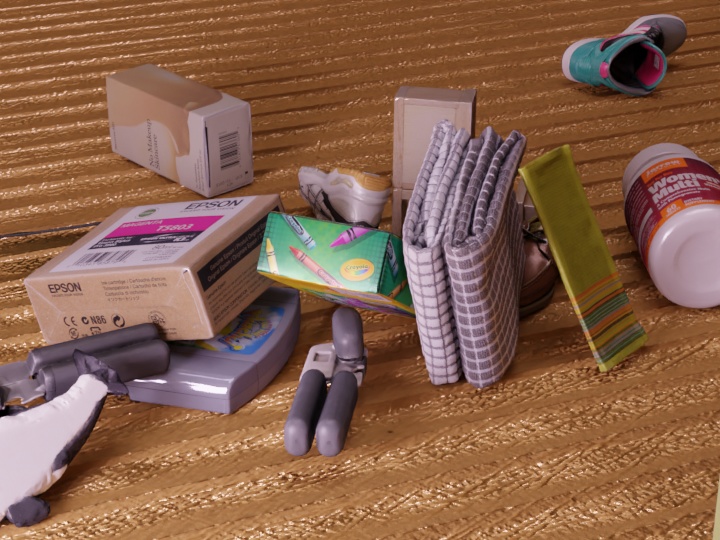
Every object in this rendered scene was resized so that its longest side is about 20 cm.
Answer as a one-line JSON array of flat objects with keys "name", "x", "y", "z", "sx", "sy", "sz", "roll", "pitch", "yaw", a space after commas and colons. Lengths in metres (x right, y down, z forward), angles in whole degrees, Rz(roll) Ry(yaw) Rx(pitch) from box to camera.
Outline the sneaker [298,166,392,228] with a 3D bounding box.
[{"name": "sneaker", "x": -0.029, "y": -0.062, "z": 1.650, "sx": 0.075, "sy": 0.088, "sz": 0.200, "roll": 12, "pitch": 0, "yaw": -14}]

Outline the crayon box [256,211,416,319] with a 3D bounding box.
[{"name": "crayon box", "x": 0.000, "y": 0.000, "z": 1.427, "sx": 0.118, "sy": 0.059, "sz": 0.200, "roll": 10, "pitch": -5, "yaw": 21}]

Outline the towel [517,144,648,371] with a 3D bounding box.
[{"name": "towel", "x": 0.204, "y": -0.012, "z": 1.409, "sx": 0.018, "sy": 0.201, "sz": 0.086, "roll": -19, "pitch": 7, "yaw": 37}]

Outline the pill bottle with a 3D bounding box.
[{"name": "pill bottle", "x": 0.328, "y": -0.052, "z": 1.573, "sx": 0.109, "sy": 0.110, "sz": 0.200, "roll": -2, "pitch": 26, "yaw": -2}]

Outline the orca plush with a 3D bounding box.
[{"name": "orca plush", "x": -0.281, "y": 0.141, "z": 1.238, "sx": 0.071, "sy": 0.105, "sz": 0.200, "roll": -29, "pitch": 24, "yaw": 53}]

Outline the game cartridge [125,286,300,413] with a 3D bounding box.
[{"name": "game cartridge", "x": -0.131, "y": 0.064, "z": 1.435, "sx": 0.133, "sy": 0.041, "sz": 0.200, "roll": 10, "pitch": 28, "yaw": 13}]

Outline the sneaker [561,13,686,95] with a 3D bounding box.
[{"name": "sneaker", "x": 0.385, "y": -0.293, "z": 2.091, "sx": 0.199, "sy": 0.084, "sz": 0.121, "roll": -22, "pitch": 27, "yaw": -21}]

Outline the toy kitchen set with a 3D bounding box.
[{"name": "toy kitchen set", "x": 0.131, "y": -0.125, "z": 1.650, "sx": 0.162, "sy": 0.181, "sz": 0.200, "roll": 5, "pitch": 26, "yaw": 10}]

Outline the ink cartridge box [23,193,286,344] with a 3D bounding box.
[{"name": "ink cartridge box", "x": -0.184, "y": -0.001, "z": 1.444, "sx": 0.199, "sy": 0.075, "sz": 0.165, "roll": -4, "pitch": 25, "yaw": 31}]

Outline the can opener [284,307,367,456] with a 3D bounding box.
[{"name": "can opener", "x": -0.028, "y": 0.089, "z": 1.324, "sx": 0.053, "sy": 0.067, "sz": 0.200, "roll": 1, "pitch": 18, "yaw": 6}]

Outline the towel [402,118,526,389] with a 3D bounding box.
[{"name": "towel", "x": 0.104, "y": -0.018, "z": 1.402, "sx": 0.085, "sy": 0.166, "sz": 0.200, "roll": 0, "pitch": 40, "yaw": 18}]

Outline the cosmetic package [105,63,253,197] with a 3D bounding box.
[{"name": "cosmetic package", "x": -0.216, "y": -0.168, "z": 1.837, "sx": 0.071, "sy": 0.106, "sz": 0.200, "roll": -22, "pitch": 32, "yaw": -37}]

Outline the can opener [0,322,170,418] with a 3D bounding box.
[{"name": "can opener", "x": -0.261, "y": 0.100, "z": 1.325, "sx": 0.199, "sy": 0.067, "sz": 0.053, "roll": -13, "pitch": 38, "yaw": -25}]

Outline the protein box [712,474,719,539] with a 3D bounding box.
[{"name": "protein box", "x": 0.369, "y": 0.144, "z": 1.068, "sx": 0.199, "sy": 0.199, "sz": 0.135, "roll": -10, "pitch": 28, "yaw": -19}]

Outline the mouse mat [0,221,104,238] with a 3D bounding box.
[{"name": "mouse mat", "x": -0.299, "y": -0.046, "z": 1.620, "sx": 0.199, "sy": 0.008, "sz": 0.161, "roll": -8, "pitch": 3, "yaw": -9}]

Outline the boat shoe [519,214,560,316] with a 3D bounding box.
[{"name": "boat shoe", "x": 0.174, "y": -0.020, "z": 1.559, "sx": 0.072, "sy": 0.068, "sz": 0.200, "roll": 14, "pitch": 31, "yaw": 24}]
